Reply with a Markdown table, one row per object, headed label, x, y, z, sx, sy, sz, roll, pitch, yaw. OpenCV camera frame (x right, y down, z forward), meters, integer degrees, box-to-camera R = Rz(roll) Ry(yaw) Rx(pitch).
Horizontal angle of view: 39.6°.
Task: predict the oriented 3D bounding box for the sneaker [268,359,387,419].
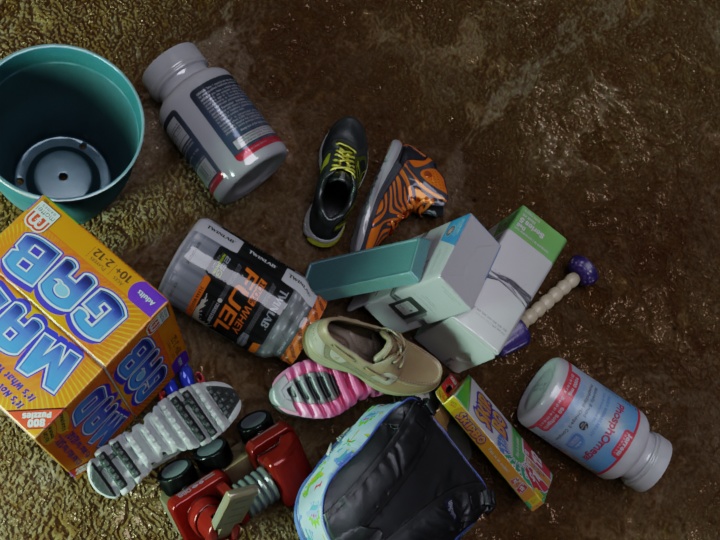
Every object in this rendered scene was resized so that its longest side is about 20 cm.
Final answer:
| label | x | y | z | sx | sy | sz | roll | pitch | yaw |
| --- | --- | --- | --- | --- | --- | --- | --- | --- | --- |
| sneaker | -0.036 | 0.151 | 1.300 | 0.198 | 0.095 | 0.080 | -9 | 79 | -32 |

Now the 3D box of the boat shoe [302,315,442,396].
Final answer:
| label | x | y | z | sx | sy | sz | roll | pitch | yaw |
| --- | --- | --- | --- | --- | --- | --- | --- | --- | --- |
| boat shoe | 0.026 | 0.108 | 1.256 | 0.198 | 0.064 | 0.072 | 17 | 62 | -25 |

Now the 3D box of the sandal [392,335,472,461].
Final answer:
| label | x | y | z | sx | sy | sz | roll | pitch | yaw |
| --- | --- | --- | --- | --- | --- | --- | --- | --- | --- |
| sandal | 0.089 | 0.176 | 1.352 | 0.081 | 0.055 | 0.202 | -19 | 79 | -20 |

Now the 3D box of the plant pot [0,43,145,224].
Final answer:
| label | x | y | z | sx | sy | sz | roll | pitch | yaw |
| --- | --- | --- | --- | --- | --- | --- | --- | --- | --- |
| plant pot | -0.377 | -0.148 | 1.254 | 0.198 | 0.188 | 0.202 | 5 | 72 | -15 |

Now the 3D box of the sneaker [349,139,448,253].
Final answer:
| label | x | y | z | sx | sy | sz | roll | pitch | yaw |
| --- | --- | --- | --- | --- | --- | --- | --- | --- | --- |
| sneaker | 0.062 | -0.086 | 1.416 | 0.111 | 0.078 | 0.201 | 25 | 68 | -5 |

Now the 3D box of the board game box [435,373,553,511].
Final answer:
| label | x | y | z | sx | sy | sz | roll | pitch | yaw |
| --- | --- | --- | --- | --- | --- | --- | --- | --- | --- |
| board game box | 0.182 | 0.223 | 1.349 | 0.200 | 0.095 | 0.030 | 48 | 111 | 5 |

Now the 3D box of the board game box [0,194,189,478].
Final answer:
| label | x | y | z | sx | sy | sz | roll | pitch | yaw |
| --- | --- | --- | --- | --- | --- | --- | --- | --- | --- |
| board game box | -0.346 | 0.082 | 1.156 | 0.199 | 0.200 | 0.200 | 37 | 70 | 13 |

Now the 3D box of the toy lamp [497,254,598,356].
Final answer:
| label | x | y | z | sx | sy | sz | roll | pitch | yaw |
| --- | --- | --- | --- | --- | --- | --- | --- | --- | --- |
| toy lamp | 0.259 | 0.052 | 1.439 | 0.200 | 0.058 | 0.058 | -39 | 86 | -24 |

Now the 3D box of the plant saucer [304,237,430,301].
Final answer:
| label | x | y | z | sx | sy | sz | roll | pitch | yaw |
| --- | --- | --- | --- | --- | --- | --- | --- | --- | --- |
| plant saucer | 0.000 | 0.000 | 1.316 | 0.019 | 0.199 | 0.070 | 46 | 47 | -35 |

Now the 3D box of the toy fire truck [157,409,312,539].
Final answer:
| label | x | y | z | sx | sy | sz | roll | pitch | yaw |
| --- | --- | --- | --- | --- | --- | --- | --- | --- | --- |
| toy fire truck | -0.132 | 0.253 | 1.169 | 0.175 | 0.200 | 0.130 | -29 | 113 | -22 |

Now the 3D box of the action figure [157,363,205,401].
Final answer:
| label | x | y | z | sx | sy | sz | roll | pitch | yaw |
| --- | --- | --- | --- | --- | --- | --- | --- | --- | --- |
| action figure | -0.229 | 0.154 | 1.277 | 0.065 | 0.052 | 0.202 | -22 | 82 | -23 |

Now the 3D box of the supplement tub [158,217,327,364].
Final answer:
| label | x | y | z | sx | sy | sz | roll | pitch | yaw |
| --- | --- | --- | --- | --- | --- | --- | --- | --- | --- |
| supplement tub | -0.150 | 0.031 | 1.296 | 0.199 | 0.123 | 0.123 | 30 | 67 | -4 |

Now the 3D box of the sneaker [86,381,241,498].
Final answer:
| label | x | y | z | sx | sy | sz | roll | pitch | yaw |
| --- | --- | --- | --- | --- | --- | --- | --- | --- | --- |
| sneaker | -0.238 | 0.199 | 1.215 | 0.199 | 0.081 | 0.076 | -30 | 87 | -13 |

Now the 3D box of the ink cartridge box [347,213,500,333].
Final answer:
| label | x | y | z | sx | sy | sz | roll | pitch | yaw |
| --- | --- | --- | --- | --- | --- | --- | --- | --- | --- |
| ink cartridge box | 0.082 | 0.012 | 1.332 | 0.067 | 0.199 | 0.116 | 43 | 54 | -19 |

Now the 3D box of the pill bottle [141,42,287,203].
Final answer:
| label | x | y | z | sx | sy | sz | roll | pitch | yaw |
| --- | --- | --- | --- | --- | --- | --- | --- | --- | --- |
| pill bottle | -0.202 | -0.204 | 1.357 | 0.119 | 0.120 | 0.201 | -35 | 85 | -22 |

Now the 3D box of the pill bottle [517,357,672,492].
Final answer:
| label | x | y | z | sx | sy | sz | roll | pitch | yaw |
| --- | --- | --- | --- | --- | --- | --- | --- | --- | --- |
| pill bottle | 0.323 | 0.216 | 1.376 | 0.199 | 0.109 | 0.109 | 33 | 67 | -3 |

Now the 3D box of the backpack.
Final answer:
| label | x | y | z | sx | sy | sz | roll | pitch | yaw |
| --- | --- | --- | --- | --- | --- | --- | --- | --- | --- |
| backpack | 0.022 | 0.272 | 1.158 | 0.200 | 0.147 | 0.184 | -40 | 98 | -34 |

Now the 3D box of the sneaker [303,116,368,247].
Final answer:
| label | x | y | z | sx | sy | sz | roll | pitch | yaw |
| --- | --- | --- | --- | --- | --- | --- | --- | --- | --- |
| sneaker | -0.024 | -0.132 | 1.403 | 0.074 | 0.085 | 0.202 | 15 | 69 | -11 |

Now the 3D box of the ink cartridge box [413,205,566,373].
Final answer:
| label | x | y | z | sx | sy | sz | roll | pitch | yaw |
| --- | --- | --- | --- | --- | --- | --- | --- | --- | --- |
| ink cartridge box | 0.177 | 0.028 | 1.373 | 0.084 | 0.145 | 0.201 | 38 | 67 | -5 |
